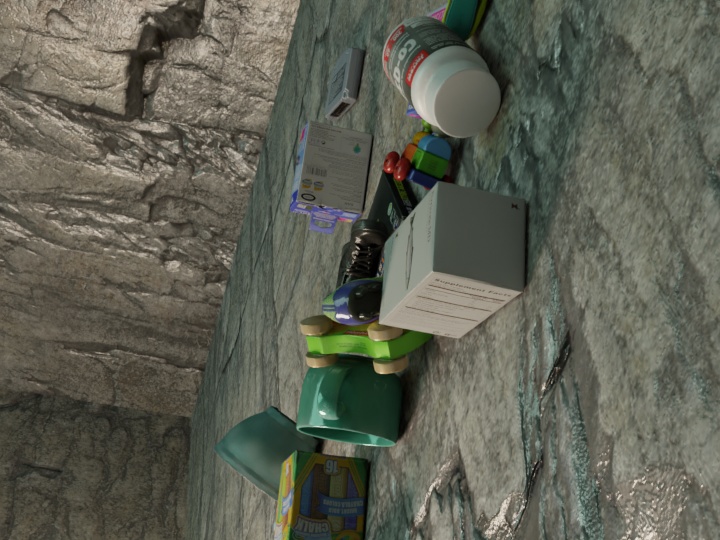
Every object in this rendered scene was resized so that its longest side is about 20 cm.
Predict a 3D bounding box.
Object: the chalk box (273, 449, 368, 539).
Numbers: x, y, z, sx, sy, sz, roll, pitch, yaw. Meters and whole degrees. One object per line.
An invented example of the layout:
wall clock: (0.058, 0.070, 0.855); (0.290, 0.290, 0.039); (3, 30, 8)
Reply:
chalk box: (-0.067, 0.401, 1.648); (0.124, 0.123, 0.202); (128, 150, -63)

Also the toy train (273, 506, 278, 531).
toy train: (-0.128, 0.532, 1.962); (0.201, 0.055, 0.151); (-105, 15, -52)

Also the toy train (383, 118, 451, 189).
toy train: (0.092, -0.188, 1.561); (0.116, 0.084, 0.200); (-66, 16, 9)

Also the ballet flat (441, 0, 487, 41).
ballet flat: (0.164, -0.417, 1.476); (0.067, 0.066, 0.201); (-65, -2, -46)

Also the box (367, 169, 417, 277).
box: (0.041, -0.037, 1.708); (0.194, 0.047, 0.201); (-110, 34, -59)

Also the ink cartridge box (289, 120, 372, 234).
ink cartridge box: (-0.060, -0.177, 2.038); (0.076, 0.135, 0.202); (138, 141, -71)

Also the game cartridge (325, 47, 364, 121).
game cartridge: (-0.036, -0.424, 2.347); (0.200, 0.041, 0.134); (159, 125, -74)

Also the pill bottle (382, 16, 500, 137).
pill bottle: (0.110, -0.266, 1.428); (0.200, 0.113, 0.115); (-119, 41, -56)

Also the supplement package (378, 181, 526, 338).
supplement package: (0.108, -0.007, 1.261); (0.200, 0.116, 0.118); (130, 149, -63)

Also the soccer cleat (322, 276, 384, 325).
soccer cleat: (0.031, 0.033, 1.400); (0.083, 0.199, 0.065); (-4, 93, 43)

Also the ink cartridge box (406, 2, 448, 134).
ink cartridge box: (0.116, -0.310, 1.633); (0.119, 0.042, 0.202); (-158, 77, -77)

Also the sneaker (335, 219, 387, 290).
sneaker: (-0.003, -0.001, 1.654); (0.200, 0.059, 0.105); (126, 153, -67)

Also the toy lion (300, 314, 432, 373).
toy lion: (0.023, 0.078, 1.491); (0.199, 0.191, 0.069); (1, 109, 40)

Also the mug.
mug: (-0.008, 0.184, 1.515); (0.185, 0.151, 0.115); (144, 138, -68)

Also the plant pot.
plant pot: (-0.163, 0.347, 2.002); (0.135, 0.200, 0.200); (-53, 12, -7)
